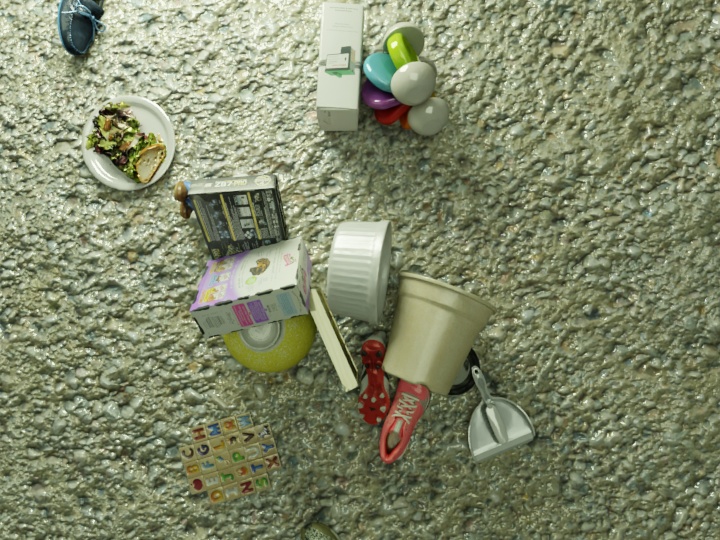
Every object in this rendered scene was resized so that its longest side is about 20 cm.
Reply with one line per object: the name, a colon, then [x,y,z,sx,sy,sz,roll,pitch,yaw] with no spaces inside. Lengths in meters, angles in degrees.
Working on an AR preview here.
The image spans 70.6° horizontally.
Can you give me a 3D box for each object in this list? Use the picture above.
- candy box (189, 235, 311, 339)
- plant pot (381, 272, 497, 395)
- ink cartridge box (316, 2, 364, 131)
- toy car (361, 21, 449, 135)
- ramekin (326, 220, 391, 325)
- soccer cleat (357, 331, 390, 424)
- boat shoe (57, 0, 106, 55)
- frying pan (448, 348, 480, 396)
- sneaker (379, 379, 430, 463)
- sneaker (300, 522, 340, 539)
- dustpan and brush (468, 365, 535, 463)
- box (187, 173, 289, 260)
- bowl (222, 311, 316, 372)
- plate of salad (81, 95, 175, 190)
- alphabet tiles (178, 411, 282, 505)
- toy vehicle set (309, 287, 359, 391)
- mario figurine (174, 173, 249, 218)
candy box: [-0.196,0.028,0.949,0.199,0.168,0.072,-14,123,7]
plant pot: [0.132,0.126,0.960,0.199,0.200,0.185,22,84,1]
ink cartridge box: [-0.039,-0.393,1.008,0.084,0.146,0.202,3,90,-1]
toy car: [0.077,-0.357,0.988,0.149,0.200,0.176,-19,59,18]
ramekin: [0.000,0.000,0.978,0.097,0.200,0.202,6,89,8]
soccer cleat: [0.032,0.220,1.036,0.068,0.085,0.201,5,112,16]
boat shoe: [-0.568,-0.546,1.046,0.068,0.084,0.202,7,91,12]
frying pan: [0.152,0.198,1.051,0.189,0.031,0.116,4,89,4]
sneaker: [0.089,0.294,1.015,0.073,0.087,0.201,19,91,12]
sneaker: [-0.063,0.606,1.017,0.077,0.089,0.201,-25,88,0]
dustpan and brush: [0.264,0.284,1.034,0.139,0.057,0.201,-23,89,0]
box: [-0.226,-0.089,0.990,0.160,0.201,0.049,-6,47,0]
bowl: [-0.191,0.113,1.019,0.199,0.108,0.202,0,88,0]
plate of salad: [-0.488,-0.268,1.059,0.198,0.048,0.202,0,89,1]
alphabet tiles: [-0.272,0.393,1.064,0.199,0.006,0.168,-16,89,0]
toy vehicle set: [-0.056,0.131,1.009,0.026,0.124,0.201,-24,88,0]
mario figurine: [-0.265,-0.134,1.017,0.198,0.123,0.107,-3,92,-5]
